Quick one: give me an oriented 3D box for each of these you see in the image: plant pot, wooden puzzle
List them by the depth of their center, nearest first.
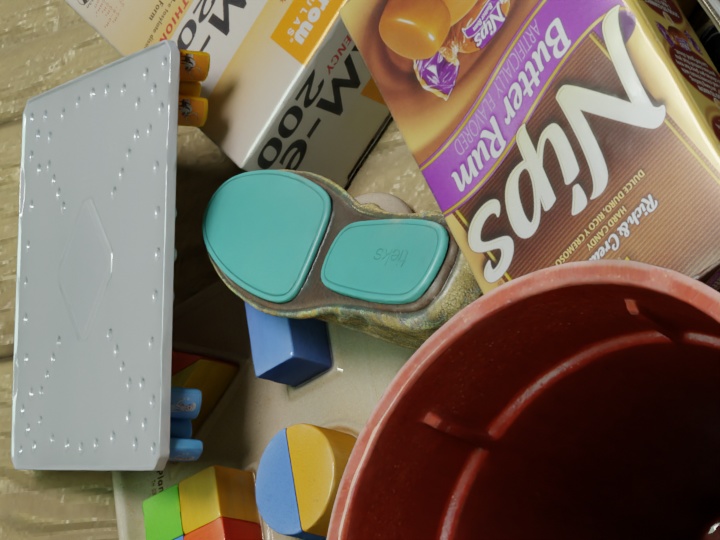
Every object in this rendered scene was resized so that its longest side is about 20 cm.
[{"bbox_3d":[0.125,0.117,0.753,0.201,0.195,0.201,-15,66,37],"label":"plant pot"},{"bbox_3d":[-0.050,0.076,1.022,0.200,0.046,0.185,-27,59,31],"label":"wooden puzzle"}]

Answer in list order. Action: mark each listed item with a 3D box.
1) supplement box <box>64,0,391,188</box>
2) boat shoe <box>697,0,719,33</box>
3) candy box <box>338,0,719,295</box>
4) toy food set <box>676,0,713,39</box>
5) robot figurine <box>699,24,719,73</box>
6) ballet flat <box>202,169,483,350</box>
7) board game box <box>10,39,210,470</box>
[{"bbox_3d":[-0.056,-0.140,1.084,0.200,0.074,0.126,43,105,41],"label":"supplement box"},{"bbox_3d":[0.166,-0.115,0.810,0.075,0.068,0.200,-42,66,-6],"label":"boat shoe"},{"bbox_3d":[0.084,-0.060,0.855,0.117,0.056,0.200,-39,63,25],"label":"candy box"},{"bbox_3d":[0.118,-0.171,0.961,0.198,0.049,0.200,41,103,41],"label":"toy food set"},{"bbox_3d":[0.139,-0.020,0.883,0.200,0.058,0.145,-28,59,32],"label":"robot figurine"},{"bbox_3d":[0.000,0.000,0.951,0.200,0.071,0.071,14,85,55],"label":"ballet flat"},{"bbox_3d":[-0.127,0.000,1.067,0.200,0.026,0.200,-10,78,61],"label":"board game box"}]
